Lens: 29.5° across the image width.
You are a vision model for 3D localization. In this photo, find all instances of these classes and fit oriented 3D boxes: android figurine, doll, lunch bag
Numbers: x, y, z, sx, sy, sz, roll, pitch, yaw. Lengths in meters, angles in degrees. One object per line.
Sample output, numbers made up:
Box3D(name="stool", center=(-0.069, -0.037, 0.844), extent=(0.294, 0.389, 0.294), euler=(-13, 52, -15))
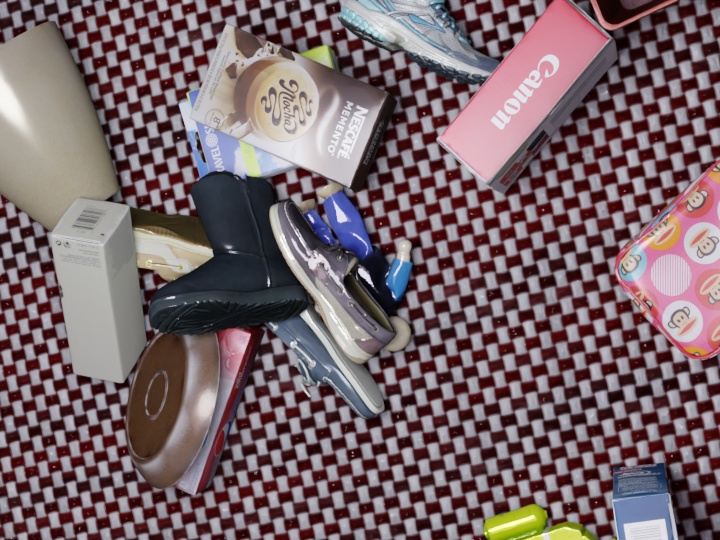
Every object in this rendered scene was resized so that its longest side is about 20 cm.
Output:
Box3D(name="android figurine", center=(0.203, 0.355, 1.525), extent=(0.198, 0.041, 0.184), euler=(-21, 86, 14))
Box3D(name="doll", center=(0.000, 0.000, 1.556), extent=(0.135, 0.048, 0.202), euler=(-30, 85, 14))
Box3D(name="lunch bag", center=(0.389, -0.006, 1.459), extent=(0.200, 0.082, 0.177), euler=(-42, 84, 9))

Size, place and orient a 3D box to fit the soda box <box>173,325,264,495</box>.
Box3D(name="soda box", center=(-0.180, 0.153, 1.589), extent=(0.069, 0.063, 0.203), euler=(20, 96, 11))

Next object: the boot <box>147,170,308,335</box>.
Box3D(name="boot", center=(-0.162, -0.023, 1.498), extent=(0.076, 0.198, 0.170), euler=(-46, 58, 47))

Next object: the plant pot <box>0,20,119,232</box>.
Box3D(name="plant pot", center=(-0.373, -0.149, 1.578), extent=(0.186, 0.187, 0.201), euler=(-32, 98, 10))

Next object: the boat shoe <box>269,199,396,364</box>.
Box3D(name="boat shoe", center=(-0.028, 0.004, 1.505), extent=(0.064, 0.072, 0.202), euler=(-31, 88, 20))

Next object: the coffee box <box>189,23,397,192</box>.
Box3D(name="coffee box", center=(-0.072, -0.178, 1.504), extent=(0.198, 0.080, 0.114), euler=(23, 93, 9))

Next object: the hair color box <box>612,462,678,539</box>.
Box3D(name="hair color box", center=(0.298, 0.266, 1.422), extent=(0.060, 0.200, 0.102), euler=(-8, 90, 11))

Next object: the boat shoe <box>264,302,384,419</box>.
Box3D(name="boat shoe", center=(-0.052, 0.096, 1.556), extent=(0.062, 0.075, 0.200), euler=(-42, 82, 8))

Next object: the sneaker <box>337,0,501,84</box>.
Box3D(name="sneaker", center=(0.075, -0.275, 1.522), extent=(0.198, 0.078, 0.087), euler=(27, 93, 10))

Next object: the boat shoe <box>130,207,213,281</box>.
Box3D(name="boat shoe", center=(-0.220, -0.024, 1.596), extent=(0.197, 0.074, 0.067), euler=(13, 117, 4))

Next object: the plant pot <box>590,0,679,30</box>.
Box3D(name="plant pot", center=(0.308, -0.367, 1.421), extent=(0.198, 0.176, 0.202), euler=(-23, 86, 10))

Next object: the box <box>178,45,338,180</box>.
Box3D(name="box", center=(-0.110, -0.170, 1.577), extent=(0.197, 0.048, 0.124), euler=(-17, 87, 11))

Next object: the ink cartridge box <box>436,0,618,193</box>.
Box3D(name="ink cartridge box", center=(0.179, -0.186, 1.451), extent=(0.084, 0.175, 0.201), euler=(41, 98, 8))

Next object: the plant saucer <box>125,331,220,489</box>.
Box3D(name="plant saucer", center=(-0.219, 0.143, 1.543), extent=(0.032, 0.200, 0.203), euler=(17, 96, -29))

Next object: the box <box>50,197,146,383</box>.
Box3D(name="box", center=(-0.295, 0.024, 1.553), extent=(0.067, 0.083, 0.202), euler=(9, 126, 12))
